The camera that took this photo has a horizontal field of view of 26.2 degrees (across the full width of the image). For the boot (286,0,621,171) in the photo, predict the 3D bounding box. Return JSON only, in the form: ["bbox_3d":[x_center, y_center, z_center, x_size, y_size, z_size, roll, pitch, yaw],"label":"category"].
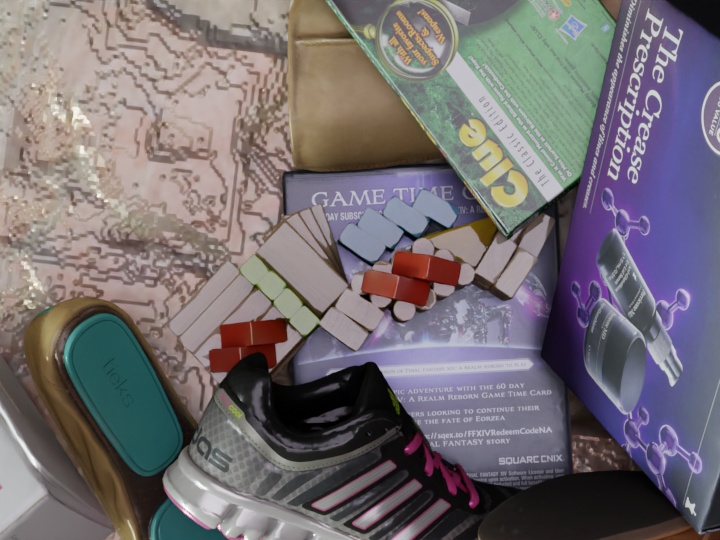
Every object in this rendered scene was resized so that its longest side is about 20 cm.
[{"bbox_3d":[0.062,-0.141,0.777,0.197,0.066,0.177,-1,81,3],"label":"boot"}]

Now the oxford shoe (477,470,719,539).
[{"bbox_3d":[0.136,0.130,0.721,0.198,0.071,0.072,-4,104,-36],"label":"oxford shoe"}]

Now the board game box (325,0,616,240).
[{"bbox_3d":[0.050,-0.126,0.738,0.104,0.023,0.201,-36,83,0],"label":"board game box"}]

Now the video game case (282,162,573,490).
[{"bbox_3d":[0.035,0.047,0.788,0.141,0.019,0.203,-3,86,-1],"label":"video game case"}]

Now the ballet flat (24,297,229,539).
[{"bbox_3d":[-0.102,0.099,0.759,0.068,0.063,0.202,-35,112,-31],"label":"ballet flat"}]

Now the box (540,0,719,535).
[{"bbox_3d":[0.161,-0.011,0.674,0.078,0.141,0.202,-9,125,-27],"label":"box"}]

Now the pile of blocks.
[{"bbox_3d":[0.000,0.000,0.751,0.198,0.062,0.083,-22,87,-2],"label":"pile of blocks"}]

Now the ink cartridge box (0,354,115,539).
[{"bbox_3d":[-0.236,0.124,0.724,0.200,0.083,0.145,-40,62,-2],"label":"ink cartridge box"}]

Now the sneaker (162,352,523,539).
[{"bbox_3d":[0.013,0.091,0.720,0.198,0.074,0.088,15,105,-11],"label":"sneaker"}]
